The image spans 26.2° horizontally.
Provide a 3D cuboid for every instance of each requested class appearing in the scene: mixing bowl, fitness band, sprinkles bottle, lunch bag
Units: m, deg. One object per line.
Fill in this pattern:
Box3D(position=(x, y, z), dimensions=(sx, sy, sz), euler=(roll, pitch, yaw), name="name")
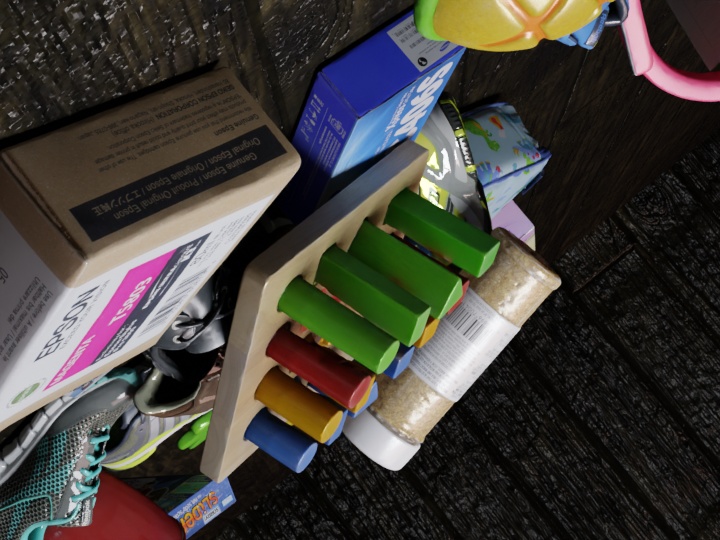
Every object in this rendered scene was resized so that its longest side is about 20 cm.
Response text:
Box3D(position=(-0.263, 0.238, 1.334), dimensions=(0.200, 0.108, 0.200), euler=(-25, -158, 11), name="mixing bowl")
Box3D(position=(0.258, -0.217, 1.151), dimensions=(0.143, 0.200, 0.037), euler=(-16, -148, 4), name="fitness band")
Box3D(position=(0.068, 0.061, 1.198), dimensions=(0.200, 0.068, 0.068), euler=(-50, 169, 9), name="sprinkles bottle")
Box3D(position=(0.067, -0.066, 1.380), dimensions=(0.161, 0.083, 0.200), euler=(-43, 170, 36), name="lunch bag")

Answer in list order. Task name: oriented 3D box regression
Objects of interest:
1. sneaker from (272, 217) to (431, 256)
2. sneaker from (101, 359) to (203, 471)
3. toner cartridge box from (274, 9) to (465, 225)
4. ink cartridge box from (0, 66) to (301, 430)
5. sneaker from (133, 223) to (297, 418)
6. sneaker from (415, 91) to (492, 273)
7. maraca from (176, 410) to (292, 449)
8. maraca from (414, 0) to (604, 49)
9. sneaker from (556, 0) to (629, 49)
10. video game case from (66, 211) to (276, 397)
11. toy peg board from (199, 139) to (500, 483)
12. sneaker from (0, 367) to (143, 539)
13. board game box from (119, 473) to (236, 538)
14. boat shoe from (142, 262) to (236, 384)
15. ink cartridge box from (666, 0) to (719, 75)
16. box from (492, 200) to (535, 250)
Box3D(position=(0.000, 0.000, 1.253), dimensions=(0.076, 0.200, 0.105), euler=(-16, -138, 45), name="sneaker")
Box3D(position=(-0.167, 0.103, 1.292), dimensions=(0.200, 0.074, 0.081), euler=(-44, 167, 15), name="sneaker")
Box3D(position=(0.001, -0.099, 1.063), dimensions=(0.095, 0.043, 0.200), euler=(-35, 170, -22), name="toner cartridge box")
Box3D(position=(-0.147, -0.004, 0.834), dimensions=(0.165, 0.075, 0.200), euler=(-32, 169, -46), name="ink cartridge box")
Box3D(position=(-0.099, 0.048, 1.149), dimensions=(0.075, 0.070, 0.200), euler=(-23, 156, -51), name="sneaker")
Box3D(position=(0.063, -0.048, 1.233), dimensions=(0.076, 0.200, 0.075), euler=(-16, -151, 6), name="sneaker")
Box3D(position=(-0.093, 0.106, 1.481), dimensions=(0.200, 0.107, 0.137), euler=(-39, 169, -1), name="maraca")
Box3D(position=(0.105, -0.187, 0.799), dimensions=(0.200, 0.107, 0.137), euler=(-37, 169, -21), name="maraca")
Box3D(position=(0.132, -0.188, 1.048), dimensions=(0.066, 0.078, 0.200), euler=(-42, 169, 30), name="sneaker")
Box3D(position=(-0.150, 0.013, 1.076), dimensions=(0.200, 0.022, 0.182), euler=(-40, 171, -3), name="video game case")
Box3D(position=(-0.001, 0.048, 1.070), dimensions=(0.200, 0.098, 0.199), euler=(-40, 155, -44), name="toy peg board")
Box3D(position=(-0.232, 0.156, 1.223), dimensions=(0.200, 0.091, 0.078), euler=(-43, 171, 19), name="sneaker")
Box3D(position=(-0.238, 0.245, 1.512), dimensions=(0.200, 0.035, 0.135), euler=(-9, -164, 41), name="board game box")
Box3D(position=(-0.112, 0.027, 1.012), dimensions=(0.074, 0.066, 0.199), euler=(-34, 168, -27), name="boat shoe")
Box3D(position=(0.317, -0.230, 1.284), dimensions=(0.104, 0.059, 0.200), euler=(-44, -150, 21), name="ink cartridge box")
Box3D(position=(0.093, -0.014, 1.678), dimensions=(0.176, 0.097, 0.200), euler=(-39, 172, 2), name="box")
